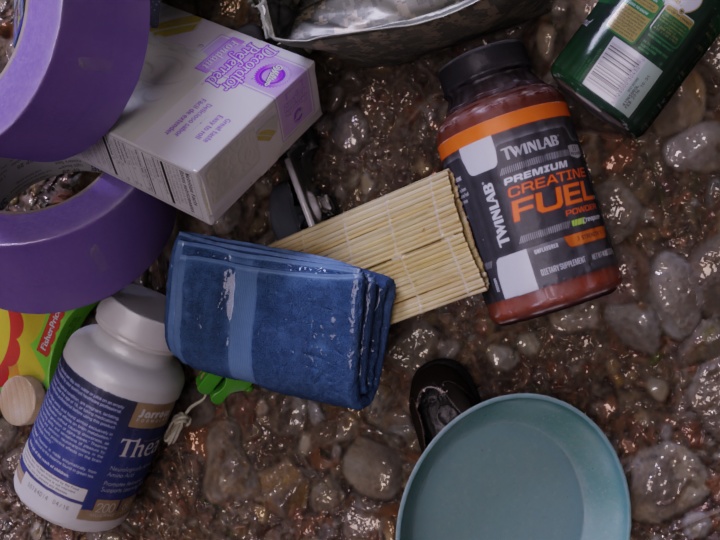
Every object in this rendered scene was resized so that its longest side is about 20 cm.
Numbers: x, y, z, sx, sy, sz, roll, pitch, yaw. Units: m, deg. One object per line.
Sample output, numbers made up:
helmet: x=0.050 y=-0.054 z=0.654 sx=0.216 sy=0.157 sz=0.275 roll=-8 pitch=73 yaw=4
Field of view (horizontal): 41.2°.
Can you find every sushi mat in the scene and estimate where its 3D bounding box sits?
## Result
sushi mat: x=0.000 y=0.000 z=0.749 sx=0.198 sy=0.012 sz=0.097 roll=-21 pitch=82 yaw=30

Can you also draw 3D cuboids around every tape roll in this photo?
tape roll: x=-0.251 y=-0.181 z=0.682 sx=0.197 sy=0.085 sz=0.204 roll=0 pitch=91 yaw=30
tape roll: x=-0.262 y=-0.068 z=0.814 sx=0.197 sy=0.086 sz=0.202 roll=-3 pitch=49 yaw=3

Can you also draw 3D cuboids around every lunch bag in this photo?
lunch bag: x=0.032 y=-0.221 z=0.724 sx=0.197 sy=0.164 sz=0.119 roll=-17 pitch=92 yaw=19

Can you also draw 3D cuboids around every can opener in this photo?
can opener: x=-0.074 y=-0.107 z=0.825 sx=0.066 sy=0.053 sz=0.202 roll=-24 pitch=83 yaw=18

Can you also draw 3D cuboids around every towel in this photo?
towel: x=-0.072 y=0.038 z=0.757 sx=0.198 sy=0.048 sz=0.114 roll=10 pitch=97 yaw=29

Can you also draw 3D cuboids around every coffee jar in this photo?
coffee jar: x=0.226 y=-0.199 z=0.688 sx=0.085 sy=0.104 sz=0.201 roll=38 pitch=103 yaw=11

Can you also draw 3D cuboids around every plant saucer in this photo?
plant saucer: x=0.112 y=0.192 z=0.723 sx=0.197 sy=0.036 sz=0.204 roll=0 pitch=91 yaw=-19

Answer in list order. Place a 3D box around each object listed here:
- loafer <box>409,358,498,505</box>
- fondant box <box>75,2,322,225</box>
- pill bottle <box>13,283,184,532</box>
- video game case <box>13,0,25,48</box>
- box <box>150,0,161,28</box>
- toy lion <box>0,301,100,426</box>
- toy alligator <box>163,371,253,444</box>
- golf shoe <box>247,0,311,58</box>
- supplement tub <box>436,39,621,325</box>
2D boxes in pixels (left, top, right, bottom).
loafer: x=0.084 y=0.173 z=0.771 sx=0.072 sy=0.071 sz=0.202 roll=-27 pitch=83 yaw=18
fondant box: x=-0.151 y=-0.135 z=0.757 sx=0.198 sy=0.059 sz=0.145 roll=26 pitch=56 yaw=24
pill bottle: x=-0.224 y=0.119 z=0.857 sx=0.110 sy=0.111 sz=0.202 roll=28 pitch=101 yaw=16
video game case: x=-0.270 y=-0.297 z=0.826 sx=0.045 sy=0.199 sz=0.184 roll=1 pitch=93 yaw=-23
box: x=-0.179 y=-0.305 z=0.733 sx=0.137 sy=0.037 sz=0.203 roll=48 pitch=132 yaw=50
toy lion: x=-0.338 y=0.043 z=0.927 sx=0.190 sy=0.068 sz=0.202 roll=30 pitch=102 yaw=24
toy alligator: x=-0.103 y=0.079 z=0.846 sx=0.054 sy=0.059 sz=0.201 roll=26 pitch=104 yaw=-25
golf shoe: x=-0.059 y=-0.277 z=0.802 sx=0.087 sy=0.077 sz=0.203 roll=-13 pitch=88 yaw=14
supplement tub: x=0.120 y=-0.067 z=0.730 sx=0.106 sy=0.107 sz=0.203 roll=-19 pitch=86 yaw=19
